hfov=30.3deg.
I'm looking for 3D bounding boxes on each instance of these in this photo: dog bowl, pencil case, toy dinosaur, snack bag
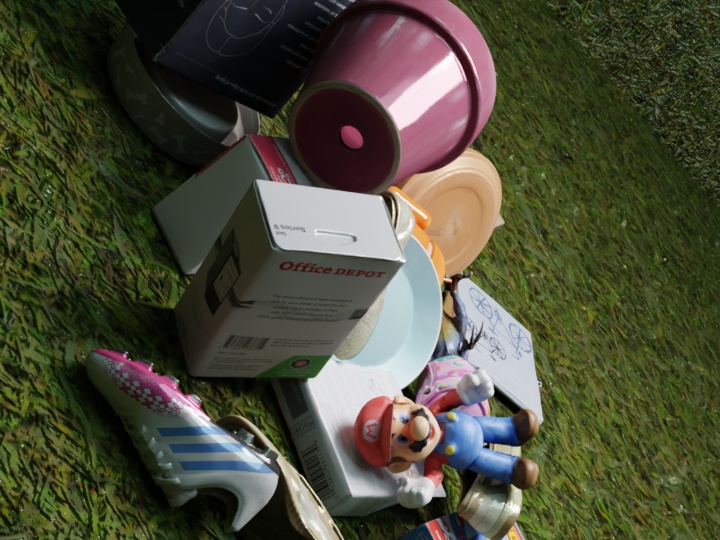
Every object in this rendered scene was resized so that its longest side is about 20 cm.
[{"bbox_3d":[-0.203,-0.205,1.505,0.200,0.058,0.201,41,28,-27],"label":"dog bowl"},{"bbox_3d":[0.101,0.151,1.508,0.088,0.087,0.200,53,7,-2],"label":"pencil case"},{"bbox_3d":[0.122,0.098,1.686,0.200,0.104,0.184,19,60,-67],"label":"toy dinosaur"},{"bbox_3d":[0.188,0.107,1.861,0.188,0.021,0.201,40,28,-28],"label":"snack bag"}]

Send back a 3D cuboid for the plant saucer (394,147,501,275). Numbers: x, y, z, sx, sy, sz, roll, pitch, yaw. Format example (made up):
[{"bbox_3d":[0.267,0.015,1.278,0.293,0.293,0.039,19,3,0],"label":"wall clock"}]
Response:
[{"bbox_3d":[0.105,-0.062,1.719,0.200,0.201,0.032,26,10,-46],"label":"plant saucer"}]

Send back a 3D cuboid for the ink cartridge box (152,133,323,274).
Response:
[{"bbox_3d":[-0.100,-0.068,1.414,0.199,0.147,0.086,-1,59,-60],"label":"ink cartridge box"}]

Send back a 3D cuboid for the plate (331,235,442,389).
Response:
[{"bbox_3d":[0.011,0.043,1.515,0.198,0.025,0.203,0,90,-36],"label":"plate"}]

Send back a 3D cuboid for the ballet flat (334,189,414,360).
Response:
[{"bbox_3d":[0.000,0.000,1.449,0.062,0.067,0.202,56,49,-49],"label":"ballet flat"}]

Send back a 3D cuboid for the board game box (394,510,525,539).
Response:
[{"bbox_3d":[0.138,0.354,1.422,0.195,0.056,0.201,-2,60,-61],"label":"board game box"}]

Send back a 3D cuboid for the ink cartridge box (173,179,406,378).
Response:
[{"bbox_3d":[-0.070,0.014,1.259,0.145,0.200,0.085,5,50,-33],"label":"ink cartridge box"}]

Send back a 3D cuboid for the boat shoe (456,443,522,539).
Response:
[{"bbox_3d":[0.132,0.219,1.454,0.063,0.073,0.201,31,23,-10],"label":"boat shoe"}]

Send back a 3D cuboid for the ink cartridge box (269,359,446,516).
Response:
[{"bbox_3d":[-0.002,0.178,1.410,0.200,0.057,0.164,23,40,-60],"label":"ink cartridge box"}]

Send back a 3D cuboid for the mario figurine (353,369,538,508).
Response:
[{"bbox_3d":[0.090,0.170,1.339,0.198,0.107,0.124,8,35,-18],"label":"mario figurine"}]

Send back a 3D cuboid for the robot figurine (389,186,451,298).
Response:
[{"bbox_3d":[0.021,-0.020,1.606,0.200,0.116,0.144,42,28,-17],"label":"robot figurine"}]

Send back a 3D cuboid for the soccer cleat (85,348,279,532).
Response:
[{"bbox_3d":[-0.162,0.146,1.132,0.199,0.070,0.087,35,71,-5],"label":"soccer cleat"}]

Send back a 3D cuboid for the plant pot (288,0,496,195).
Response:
[{"bbox_3d":[0.019,-0.172,1.380,0.201,0.199,0.179,51,40,-8],"label":"plant pot"}]

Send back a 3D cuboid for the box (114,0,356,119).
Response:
[{"bbox_3d":[-0.121,-0.300,1.444,0.199,0.197,0.124,21,26,-51],"label":"box"}]

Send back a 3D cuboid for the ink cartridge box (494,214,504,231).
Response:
[{"bbox_3d":[0.111,-0.105,1.925,0.166,0.075,0.200,58,25,4],"label":"ink cartridge box"}]

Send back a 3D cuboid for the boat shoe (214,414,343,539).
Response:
[{"bbox_3d":[-0.073,0.220,1.208,0.201,0.074,0.066,59,12,5],"label":"boat shoe"}]
